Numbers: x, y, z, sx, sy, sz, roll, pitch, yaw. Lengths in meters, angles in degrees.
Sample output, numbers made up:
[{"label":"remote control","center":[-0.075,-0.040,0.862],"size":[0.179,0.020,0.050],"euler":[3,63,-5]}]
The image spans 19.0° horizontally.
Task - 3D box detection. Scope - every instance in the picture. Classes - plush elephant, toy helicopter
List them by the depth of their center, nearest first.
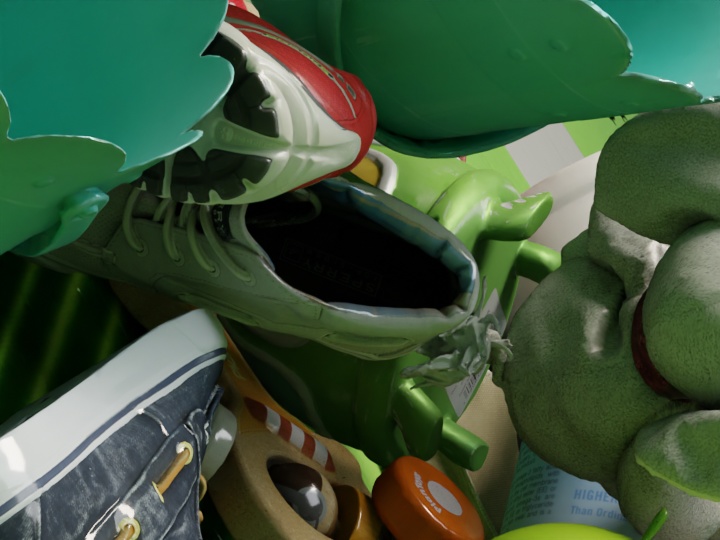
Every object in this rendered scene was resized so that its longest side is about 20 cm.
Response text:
[{"label":"toy helicopter","center":[-0.051,0.060,0.831],"size":[0.132,0.079,0.200],"euler":[20,28,-51]},{"label":"plush elephant","center":[0.137,0.025,0.841],"size":[0.200,0.155,0.165],"euler":[5,78,-40]}]

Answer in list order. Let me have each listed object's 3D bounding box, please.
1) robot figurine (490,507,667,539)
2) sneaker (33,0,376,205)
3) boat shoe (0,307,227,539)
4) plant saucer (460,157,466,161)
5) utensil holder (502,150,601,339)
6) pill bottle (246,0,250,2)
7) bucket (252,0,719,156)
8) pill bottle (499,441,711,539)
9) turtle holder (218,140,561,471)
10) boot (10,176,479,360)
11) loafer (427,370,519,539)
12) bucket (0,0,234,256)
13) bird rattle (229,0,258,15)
[{"label":"robot figurine","center":[0.065,0.176,0.762],"size":[0.116,0.175,0.200],"euler":[37,47,-18]},{"label":"sneaker","center":[-0.079,-0.068,0.739],"size":[0.200,0.077,0.085],"euler":[28,20,34]},{"label":"boat shoe","center":[-0.077,0.080,0.691],"size":[0.091,0.071,0.200],"euler":[58,22,-3]},{"label":"plant saucer","center":[0.043,-0.120,1.268],"size":[0.200,0.037,0.200],"euler":[-92,-175,-62]},{"label":"utensil holder","center":[0.180,0.039,1.351],"size":[0.200,0.170,0.170],"euler":[62,16,14]},{"label":"pill bottle","center":[-0.032,-0.175,1.234],"size":[0.111,0.111,0.200],"euler":[55,15,-7]},{"label":"bucket","center":[0.056,-0.143,0.776],"size":[0.207,0.135,0.208],"euler":[16,68,-47]},{"label":"pill bottle","center":[0.121,0.112,0.988],"size":[0.109,0.109,0.200],"euler":[43,51,-40]},{"label":"turtle holder","center":[-0.002,0.010,0.924],"size":[0.132,0.141,0.185],"euler":[24,15,19]},{"label":"boot","center":[-0.053,-0.024,0.766],"size":[0.200,0.074,0.096],"euler":[17,-10,-10]},{"label":"loafer","center":[0.048,0.078,1.057],"size":[0.200,0.068,0.076],"euler":[61,16,15]},{"label":"bucket","center":[-0.148,-0.084,0.613],"size":[0.207,0.135,0.207],"euler":[41,29,-29]},{"label":"bird rattle","center":[-0.056,-0.094,1.042],"size":[0.200,0.113,0.163],"euler":[47,34,-22]}]
